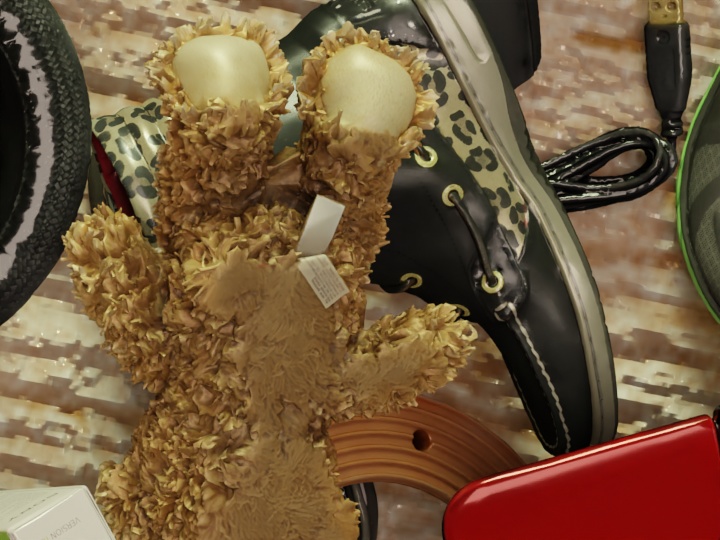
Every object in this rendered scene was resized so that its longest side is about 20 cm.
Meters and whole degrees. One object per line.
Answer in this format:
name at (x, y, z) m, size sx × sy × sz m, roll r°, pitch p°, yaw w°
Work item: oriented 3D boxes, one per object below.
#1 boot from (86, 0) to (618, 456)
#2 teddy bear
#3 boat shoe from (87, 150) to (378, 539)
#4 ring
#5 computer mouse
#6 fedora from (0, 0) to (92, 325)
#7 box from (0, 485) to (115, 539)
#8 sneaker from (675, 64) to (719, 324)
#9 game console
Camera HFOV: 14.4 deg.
boot at (-0.001, -0.001, 1.065) m, size 0.153 × 0.073 × 0.204 m, roll -25°, pitch 102°, yaw -13°
teddy bear at (-0.034, 0.008, 0.995) m, size 0.144 × 0.067 × 0.201 m, roll -14°, pitch 107°, yaw -16°
boat shoe at (-0.044, 0.030, 1.099) m, size 0.067 × 0.057 × 0.201 m, roll -26°, pitch 98°, yaw -8°
ring at (0.008, 0.144, 1.069) m, size 0.200 × 0.019 × 0.201 m, roll 9°, pitch 73°, yaw -33°
computer mouse at (0.061, -0.110, 1.115) m, size 0.140 × 0.046 × 0.201 m, roll -10°, pitch 95°, yaw -8°
fedora at (-0.198, -0.053, 1.046) m, size 0.200 × 0.092 × 0.202 m, roll 0°, pitch 91°, yaw -4°
box at (-0.113, 0.148, 1.023) m, size 0.036 × 0.200 × 0.145 m, roll -31°, pitch 99°, yaw -24°
sneaker at (0.176, -0.065, 1.119) m, size 0.076 × 0.084 × 0.201 m, roll 10°, pitch 92°, yaw -10°
game console at (0.121, 0.126, 1.087) m, size 0.118 × 0.172 × 0.201 m, roll -1°, pitch 117°, yaw 19°
